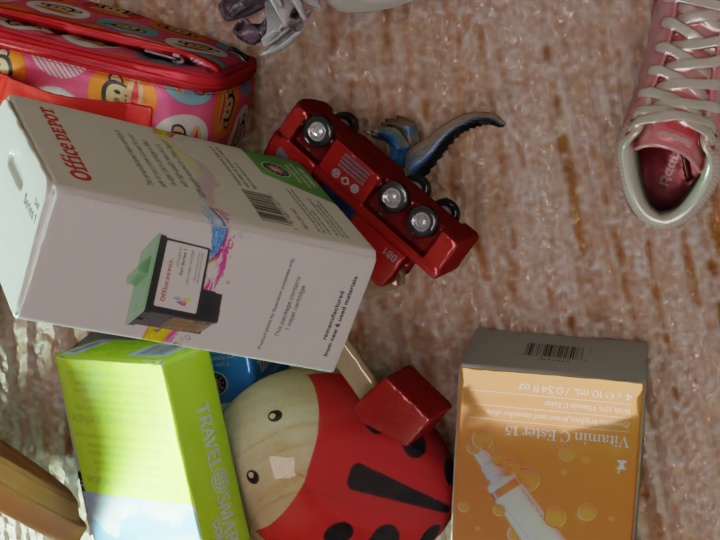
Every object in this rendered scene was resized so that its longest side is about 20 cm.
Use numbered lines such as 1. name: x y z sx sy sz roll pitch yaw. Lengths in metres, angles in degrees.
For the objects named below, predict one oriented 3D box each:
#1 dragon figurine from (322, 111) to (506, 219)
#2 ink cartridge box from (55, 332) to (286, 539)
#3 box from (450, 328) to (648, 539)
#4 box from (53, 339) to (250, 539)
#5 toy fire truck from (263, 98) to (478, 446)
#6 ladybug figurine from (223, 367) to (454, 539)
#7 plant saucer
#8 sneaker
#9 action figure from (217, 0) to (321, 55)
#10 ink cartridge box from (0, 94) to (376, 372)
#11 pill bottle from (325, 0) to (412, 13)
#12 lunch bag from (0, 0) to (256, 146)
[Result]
1. dragon figurine: 0.013 -0.049 1.186 0.199 0.059 0.100 -12 101 14
2. ink cartridge box: -0.120 0.140 1.243 0.145 0.084 0.201 -8 100 12
3. box: 0.128 0.152 1.191 0.124 0.097 0.201 4 104 10
4. box: -0.132 0.147 1.150 0.122 0.048 0.201 0 105 45
5. toy fire truck: 0.000 0.000 1.135 0.200 0.049 0.141 41 111 12
6. ladybug figurine: -0.006 0.139 1.184 0.200 0.072 0.136 19 84 -33
7. plant saucer: -0.275 0.127 1.218 0.200 0.200 0.032 33 83 2
8. sneaker: 0.212 -0.119 1.109 0.075 0.105 0.201 14 104 9
9. action figure: -0.071 -0.200 1.092 0.069 0.200 0.131 -18 97 1
10. ink cartridge box: -0.113 -0.022 1.021 0.199 0.145 0.084 12 110 -27
11. pill bottle: -0.006 -0.272 1.090 0.109 0.110 0.201 -24 79 15
12. lunch bag: -0.178 -0.123 1.144 0.199 0.176 0.082 14 106 7
